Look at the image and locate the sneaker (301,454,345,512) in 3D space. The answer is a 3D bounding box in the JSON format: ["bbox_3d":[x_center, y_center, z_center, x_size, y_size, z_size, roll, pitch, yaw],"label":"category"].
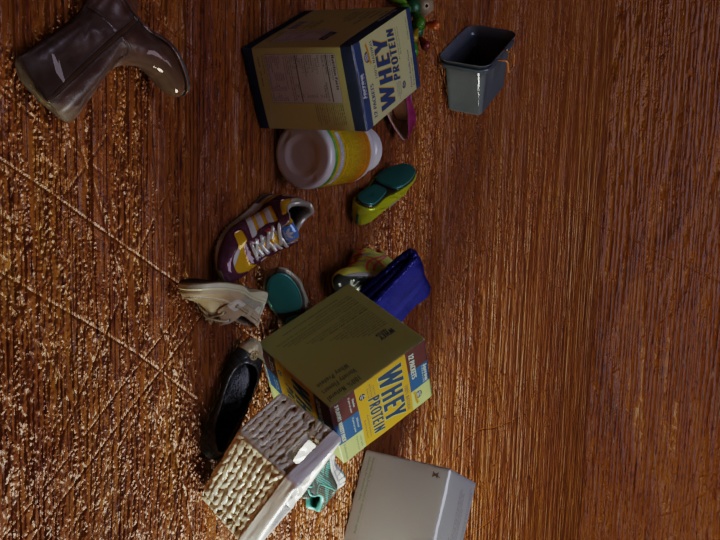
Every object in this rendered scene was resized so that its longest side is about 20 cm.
[{"bbox_3d":[-0.088,0.362,1.640,0.091,0.077,0.201,-57,140,-32],"label":"sneaker"}]

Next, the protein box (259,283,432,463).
[{"bbox_3d":[-0.024,0.163,1.498,0.198,0.200,0.136,-33,134,-24],"label":"protein box"}]

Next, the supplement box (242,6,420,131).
[{"bbox_3d":[-0.041,-0.322,1.452,0.200,0.199,0.135,-47,135,-46],"label":"supplement box"}]

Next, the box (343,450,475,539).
[{"bbox_3d":[0.103,0.496,1.878,0.171,0.199,0.200,41,61,-58],"label":"box"}]

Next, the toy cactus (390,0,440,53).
[{"bbox_3d":[0.117,-0.530,1.823,0.165,0.102,0.201,-41,122,-63],"label":"toy cactus"}]

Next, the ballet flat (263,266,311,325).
[{"bbox_3d":[-0.117,0.055,1.552,0.063,0.067,0.201,-93,170,-47],"label":"ballet flat"}]

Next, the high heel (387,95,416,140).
[{"bbox_3d":[0.061,-0.324,1.774,0.200,0.067,0.097,33,56,-72],"label":"high heel"}]

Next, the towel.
[{"bbox_3d":[0.062,0.044,1.728,0.148,0.049,0.200,-47,158,-9],"label":"towel"}]

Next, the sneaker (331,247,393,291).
[{"bbox_3d":[0.000,0.000,1.729,0.200,0.078,0.091,-6,59,-58],"label":"sneaker"}]

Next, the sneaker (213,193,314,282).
[{"bbox_3d":[-0.148,-0.054,1.424,0.200,0.090,0.075,-57,141,-40],"label":"sneaker"}]

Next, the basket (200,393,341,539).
[{"bbox_3d":[-0.142,0.305,1.397,0.135,0.123,0.200,-39,164,-52],"label":"basket"}]

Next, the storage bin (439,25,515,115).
[{"bbox_3d":[0.274,-0.448,2.072,0.200,0.145,0.135,-52,148,-43],"label":"storage bin"}]

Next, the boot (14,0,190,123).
[{"bbox_3d":[-0.311,-0.233,1.122,0.187,0.064,0.201,54,45,-33],"label":"boot"}]

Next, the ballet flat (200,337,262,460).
[{"bbox_3d":[-0.191,0.200,1.424,0.066,0.057,0.201,31,66,-30],"label":"ballet flat"}]

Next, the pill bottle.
[{"bbox_3d":[-0.045,-0.202,1.560,0.200,0.110,0.112,-18,111,-59],"label":"pill bottle"}]

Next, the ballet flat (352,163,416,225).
[{"bbox_3d":[0.042,-0.146,1.792,0.200,0.067,0.067,-41,151,-47],"label":"ballet flat"}]

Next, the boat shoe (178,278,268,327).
[{"bbox_3d":[-0.203,0.051,1.371,0.200,0.072,0.065,20,77,-66],"label":"boat shoe"}]
